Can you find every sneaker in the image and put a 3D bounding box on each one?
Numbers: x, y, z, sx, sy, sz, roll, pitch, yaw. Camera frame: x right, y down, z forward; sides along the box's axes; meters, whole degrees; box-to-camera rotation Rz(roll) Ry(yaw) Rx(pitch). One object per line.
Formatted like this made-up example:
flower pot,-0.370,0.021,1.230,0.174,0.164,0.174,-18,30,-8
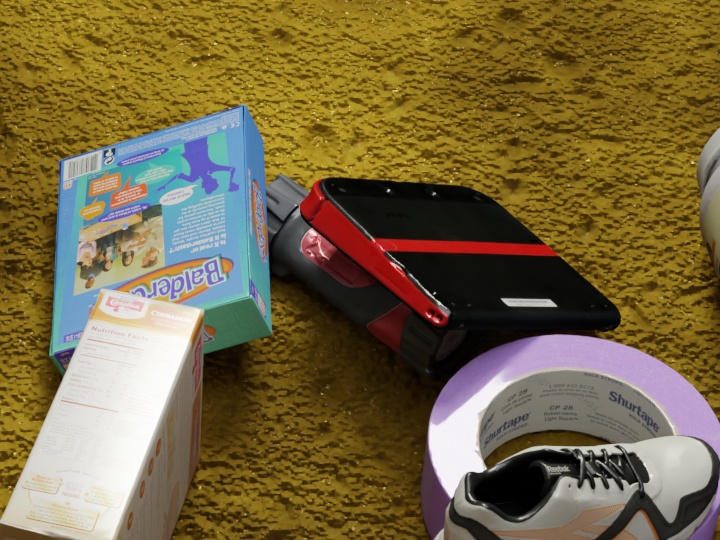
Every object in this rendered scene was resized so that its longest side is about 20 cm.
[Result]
sneaker,0.141,0.141,1.412,0.200,0.080,0.074,-17,48,-22

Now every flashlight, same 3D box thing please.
flashlight,0.000,0.000,1.637,0.068,0.068,0.200,-34,57,-30

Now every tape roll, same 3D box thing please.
tape roll,0.142,0.137,1.516,0.200,0.066,0.200,3,46,-3

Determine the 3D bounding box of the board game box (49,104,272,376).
board game box,-0.143,-0.019,1.623,0.152,0.045,0.200,-15,44,12

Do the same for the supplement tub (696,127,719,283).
supplement tub,0.326,-0.014,1.623,0.145,0.145,0.200,-4,46,-9

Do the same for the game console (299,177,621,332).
game console,0.069,-0.008,1.612,0.200,0.031,0.177,1,35,-46

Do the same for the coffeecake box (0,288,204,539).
coffeecake box,-0.159,0.138,1.426,0.073,0.154,0.200,12,45,6
